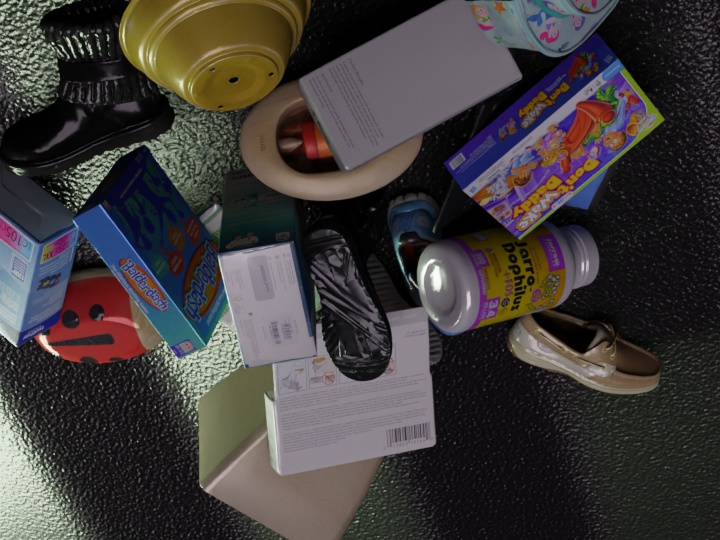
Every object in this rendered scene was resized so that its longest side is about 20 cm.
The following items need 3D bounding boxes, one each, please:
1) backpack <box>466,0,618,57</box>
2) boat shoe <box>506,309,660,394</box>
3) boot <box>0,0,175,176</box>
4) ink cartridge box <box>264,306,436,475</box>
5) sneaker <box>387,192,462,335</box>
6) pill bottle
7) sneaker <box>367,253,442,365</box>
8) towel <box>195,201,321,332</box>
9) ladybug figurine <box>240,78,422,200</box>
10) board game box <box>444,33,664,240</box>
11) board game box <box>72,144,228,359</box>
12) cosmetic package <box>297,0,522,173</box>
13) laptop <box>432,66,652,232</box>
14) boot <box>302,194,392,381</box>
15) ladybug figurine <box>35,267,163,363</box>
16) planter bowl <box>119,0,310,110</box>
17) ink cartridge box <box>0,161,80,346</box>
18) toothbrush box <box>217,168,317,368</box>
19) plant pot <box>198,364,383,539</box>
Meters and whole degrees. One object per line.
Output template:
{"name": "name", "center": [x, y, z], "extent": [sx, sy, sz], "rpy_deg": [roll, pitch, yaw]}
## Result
{"name": "backpack", "center": [0.174, -0.304, 1.203], "extent": [0.150, 0.178, 0.200], "rpy_deg": [22, 151, 41]}
{"name": "boat shoe", "center": [0.283, 0.096, 1.588], "extent": [0.199, 0.074, 0.067], "rpy_deg": [14, 134, -7]}
{"name": "boot", "center": [-0.317, -0.199, 1.384], "extent": [0.210, 0.080, 0.158], "rpy_deg": [-18, 133, 5]}
{"name": "ink cartridge box", "center": [-0.013, 0.136, 1.516], "extent": [0.199, 0.045, 0.177], "rpy_deg": [-8, 103, -19]}
{"name": "sneaker", "center": [0.077, 0.009, 1.521], "extent": [0.078, 0.090, 0.200], "rpy_deg": [-16, 127, 16]}
{"name": "pill bottle", "center": [0.170, 0.001, 1.457], "extent": [0.199, 0.104, 0.105], "rpy_deg": [-13, 136, -29]}
{"name": "sneaker", "center": [0.011, 0.051, 1.568], "extent": [0.079, 0.079, 0.200], "rpy_deg": [-22, 118, 36]}
{"name": "towel", "center": [-0.148, 0.010, 1.581], "extent": [0.200, 0.023, 0.152], "rpy_deg": [39, 121, -24]}
{"name": "ladybug figurine", "center": [-0.028, -0.141, 1.388], "extent": [0.199, 0.136, 0.072], "rpy_deg": [-4, 174, 0]}
{"name": "board game box", "center": [0.202, -0.134, 1.335], "extent": [0.200, 0.045, 0.134], "rpy_deg": [-41, 142, 13]}
{"name": "board game box", "center": [-0.224, -0.023, 1.455], "extent": [0.045, 0.152, 0.200], "rpy_deg": [-24, 113, 23]}
{"name": "cosmetic package", "center": [0.048, -0.190, 1.300], "extent": [0.199, 0.085, 0.108], "rpy_deg": [-27, 93, -3]}
{"name": "laptop", "center": [0.194, -0.117, 1.395], "extent": [0.103, 0.200, 0.178], "rpy_deg": [37, 134, 20]}
{"name": "boot", "center": [0.000, 0.000, 1.454], "extent": [0.076, 0.168, 0.201], "rpy_deg": [-10, 115, 19]}
{"name": "ladybug figurine", "center": [-0.325, 0.064, 1.606], "extent": [0.199, 0.072, 0.136], "rpy_deg": [-9, 128, 11]}
{"name": "planter bowl", "center": [-0.136, -0.220, 1.297], "extent": [0.199, 0.084, 0.201], "rpy_deg": [-15, 154, -8]}
{"name": "ink cartridge box", "center": [-0.413, -0.009, 1.517], "extent": [0.136, 0.076, 0.200], "rpy_deg": [37, 131, 16]}
{"name": "toothbrush box", "center": [-0.101, -0.010, 1.432], "extent": [0.085, 0.200, 0.147], "rpy_deg": [-10, 119, 1]}
{"name": "plant pot", "center": [-0.072, 0.202, 1.631], "extent": [0.199, 0.200, 0.177], "rpy_deg": [34, 109, -22]}
